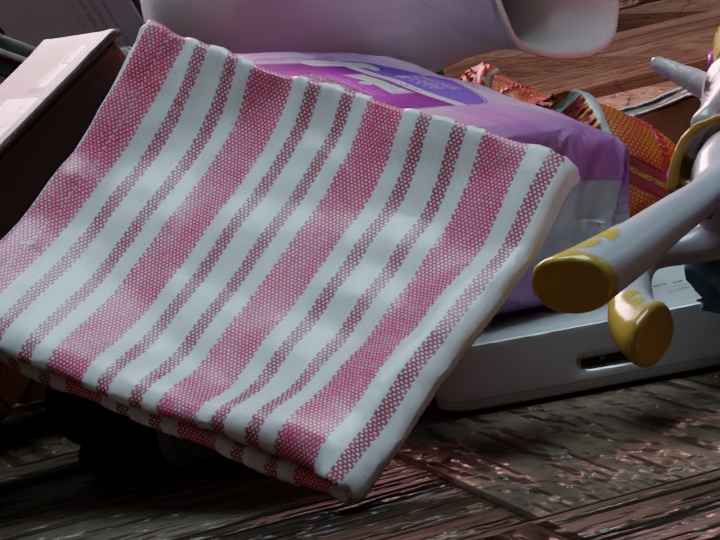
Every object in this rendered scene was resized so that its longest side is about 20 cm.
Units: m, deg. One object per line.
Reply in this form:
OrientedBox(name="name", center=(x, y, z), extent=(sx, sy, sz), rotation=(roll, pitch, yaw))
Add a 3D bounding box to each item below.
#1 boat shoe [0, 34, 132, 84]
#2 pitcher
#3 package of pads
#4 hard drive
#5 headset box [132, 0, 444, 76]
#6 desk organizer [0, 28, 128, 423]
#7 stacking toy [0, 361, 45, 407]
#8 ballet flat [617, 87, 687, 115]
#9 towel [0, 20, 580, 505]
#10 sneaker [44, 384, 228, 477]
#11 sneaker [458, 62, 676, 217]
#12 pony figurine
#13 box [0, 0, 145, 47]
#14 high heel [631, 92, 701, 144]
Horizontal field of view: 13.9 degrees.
OrientedBox(name="boat shoe", center=(-0.104, -0.063, 1.286), extent=(0.199, 0.071, 0.072), rotation=(14, -12, -36))
OrientedBox(name="pitcher", center=(-0.009, -0.134, 1.305), extent=(0.199, 0.122, 0.171), rotation=(0, -4, 31))
OrientedBox(name="package of pads", center=(0.006, -0.037, 1.178), extent=(0.120, 0.076, 0.200), rotation=(-2, 15, -29))
OrientedBox(name="hard drive", center=(0.102, 0.015, 1.180), extent=(0.131, 0.027, 0.200), rotation=(-11, 8, 9))
OrientedBox(name="headset box", center=(-0.058, -0.070, 1.515), extent=(0.199, 0.175, 0.093), rotation=(-7, 7, 41))
OrientedBox(name="desk organizer", center=(-0.149, 0.004, 1.133), extent=(0.200, 0.077, 0.072), rotation=(-48, 21, -20))
OrientedBox(name="stacking toy", center=(-0.133, 0.013, 1.288), extent=(0.199, 0.117, 0.110), rotation=(-6, -18, -35))
OrientedBox(name="ballet flat", center=(0.171, -0.061, 1.516), extent=(0.199, 0.068, 0.067), rotation=(-8, -23, 19))
OrientedBox(name="towel", center=(-0.039, -0.008, 1.044), extent=(0.199, 0.030, 0.147), rotation=(19, 66, 35))
OrientedBox(name="sneaker", center=(-0.082, 0.035, 1.137), extent=(0.087, 0.074, 0.200), rotation=(-8, 11, -15))
OrientedBox(name="sneaker", center=(0.081, -0.045, 1.333), extent=(0.077, 0.073, 0.200), rotation=(27, 0, -24))
OrientedBox(name="pony figurine", center=(0.171, -0.035, 1.017), extent=(0.192, 0.167, 0.200), rotation=(-1, 32, 25))
OrientedBox(name="box", center=(-0.168, -0.037, 1.331), extent=(0.200, 0.145, 0.036), rotation=(-35, 16, -12))
OrientedBox(name="high heel", center=(0.119, -0.042, 1.371), extent=(0.142, 0.072, 0.200), rotation=(-8, -11, -19))
